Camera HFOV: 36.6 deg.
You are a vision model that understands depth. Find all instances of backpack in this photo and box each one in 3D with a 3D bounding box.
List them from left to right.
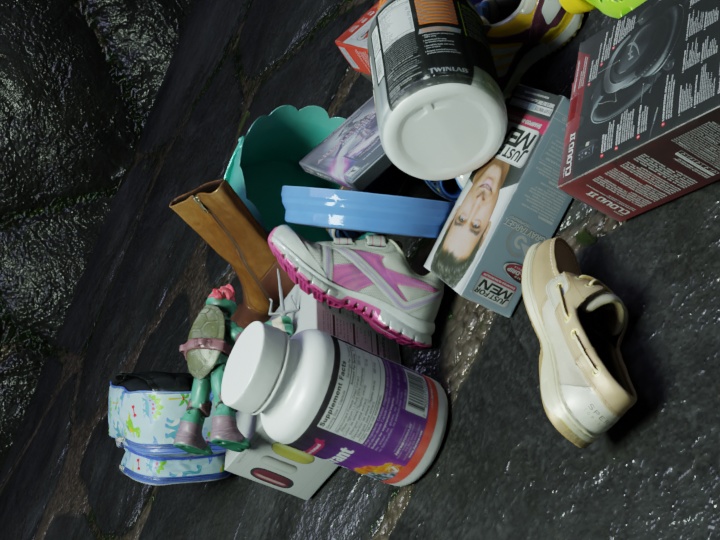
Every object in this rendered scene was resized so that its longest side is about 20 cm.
[{"bbox_3d":[-0.234,0.206,1.443,0.200,0.181,0.148,171,98,-68],"label":"backpack"}]

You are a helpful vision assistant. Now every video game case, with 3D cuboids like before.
[{"bbox_3d":[0.014,-0.151,1.218,0.143,0.019,0.200,-42,22,-7],"label":"video game case"}]

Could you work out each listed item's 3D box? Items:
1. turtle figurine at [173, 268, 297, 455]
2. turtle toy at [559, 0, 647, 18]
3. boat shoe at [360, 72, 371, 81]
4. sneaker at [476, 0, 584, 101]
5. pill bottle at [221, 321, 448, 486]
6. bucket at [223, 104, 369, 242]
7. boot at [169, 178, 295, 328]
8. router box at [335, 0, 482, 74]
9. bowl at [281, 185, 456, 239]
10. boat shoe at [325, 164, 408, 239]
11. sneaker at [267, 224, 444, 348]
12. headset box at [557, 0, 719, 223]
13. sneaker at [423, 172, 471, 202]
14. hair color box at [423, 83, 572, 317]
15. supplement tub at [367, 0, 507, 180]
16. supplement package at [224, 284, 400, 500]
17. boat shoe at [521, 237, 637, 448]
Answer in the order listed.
[{"bbox_3d":[-0.147,0.095,1.184,0.149,0.100,0.202,-29,48,56],"label":"turtle figurine"},{"bbox_3d":[0.263,-0.294,0.936,0.145,0.101,0.202,-10,58,64],"label":"turtle toy"},{"bbox_3d":[0.071,-0.290,1.412,0.199,0.074,0.074,-7,51,54],"label":"boat shoe"},{"bbox_3d":[0.144,-0.244,1.161,0.200,0.090,0.075,-43,31,42],"label":"sneaker"},{"bbox_3d":[-0.026,0.122,1.032,0.112,0.199,0.112,-48,28,36],"label":"pill bottle"},{"bbox_3d":[-0.078,-0.087,1.365,0.135,0.206,0.209,137,150,-58],"label":"bucket"},{"bbox_3d":[-0.154,-0.007,1.291,0.188,0.200,0.069,-16,37,52],"label":"boot"},{"bbox_3d":[0.089,-0.305,1.271,0.200,0.049,0.179,-43,30,-9],"label":"router box"},{"bbox_3d":[0.014,-0.059,1.137,0.200,0.199,0.040,-169,84,-67],"label":"bowl"},{"bbox_3d":[0.013,-0.121,1.301,0.072,0.072,0.200,28,72,32],"label":"boat shoe"},{"bbox_3d":[0.000,0.000,1.118,0.089,0.199,0.081,-62,6,-10],"label":"sneaker"},{"bbox_3d":[0.242,-0.138,0.861,0.200,0.077,0.150,-30,41,56],"label":"headset box"},{"bbox_3d":[0.090,-0.119,1.183,0.200,0.073,0.083,9,77,68],"label":"sneaker"},{"bbox_3d":[0.144,-0.068,1.027,0.201,0.060,0.099,-64,23,6],"label":"hair color box"},{"bbox_3d":[0.070,-0.195,1.066,0.123,0.122,0.201,-48,32,35],"label":"supplement tub"},{"bbox_3d":[-0.055,0.124,1.209,0.200,0.110,0.156,-52,26,31],"label":"supplement package"},{"bbox_3d":[0.176,0.043,0.848,0.069,0.074,0.201,-36,36,29],"label":"boat shoe"}]
